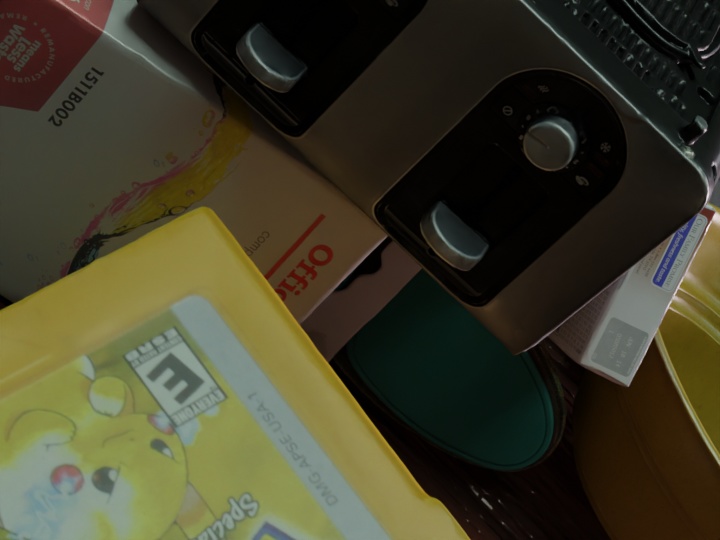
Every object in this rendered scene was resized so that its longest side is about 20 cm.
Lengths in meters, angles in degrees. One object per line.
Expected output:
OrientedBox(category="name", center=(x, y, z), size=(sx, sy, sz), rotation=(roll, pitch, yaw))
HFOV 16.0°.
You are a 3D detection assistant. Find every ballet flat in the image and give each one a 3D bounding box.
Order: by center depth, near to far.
OrientedBox(category="ballet flat", center=(0.000, 0.000, 0.985), size=(0.200, 0.071, 0.071), rotation=(37, 33, -13))

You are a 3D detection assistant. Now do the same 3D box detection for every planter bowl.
OrientedBox(category="planter bowl", center=(0.144, 0.074, 1.029), size=(0.200, 0.083, 0.201), rotation=(39, 30, -29))

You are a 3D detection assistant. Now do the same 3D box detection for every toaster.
OrientedBox(category="toaster", center=(0.042, -0.097, 0.865), size=(0.181, 0.119, 0.200), rotation=(43, 33, -6))

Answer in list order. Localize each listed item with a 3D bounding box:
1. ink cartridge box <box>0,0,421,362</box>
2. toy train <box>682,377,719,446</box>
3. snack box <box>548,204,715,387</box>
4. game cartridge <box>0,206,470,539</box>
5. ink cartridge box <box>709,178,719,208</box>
OrientedBox(category="ink cartridge box", center=(-0.065, -0.029, 0.888), size=(0.199, 0.116, 0.068), rotation=(33, 34, -18))
OrientedBox(category="toy train", center=(0.150, 0.059, 1.118), size=(0.200, 0.034, 0.046), rotation=(40, 44, -10))
OrientedBox(category="snack box", center=(0.085, -0.013, 1.000), size=(0.024, 0.072, 0.200), rotation=(24, 6, -14))
OrientedBox(category="game cartridge", center=(-0.056, 0.095, 0.728), size=(0.176, 0.032, 0.200), rotation=(-29, 69, -28))
OrientedBox(category="ink cartridge box", center=(0.205, -0.058, 1.156), size=(0.084, 0.200, 0.145), rotation=(36, 33, -20))
